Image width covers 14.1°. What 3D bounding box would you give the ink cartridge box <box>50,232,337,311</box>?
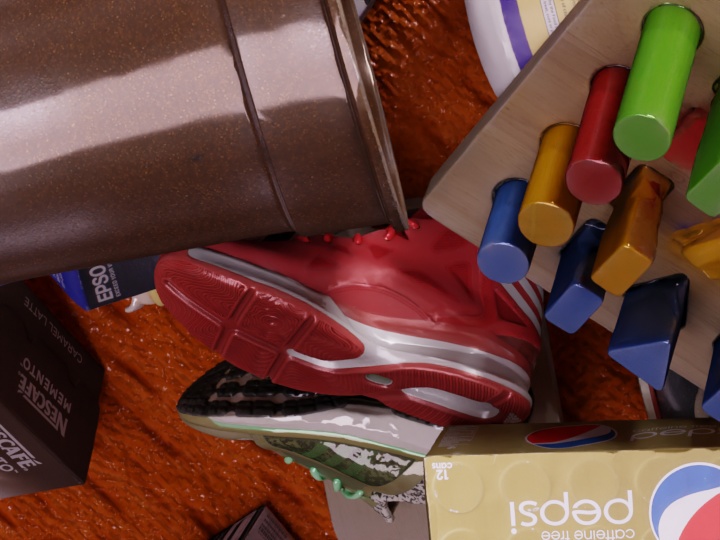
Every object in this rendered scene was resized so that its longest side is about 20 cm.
[{"bbox_3d":[-0.094,-0.039,1.448,0.199,0.039,0.100,-17,141,-4],"label":"ink cartridge box"}]

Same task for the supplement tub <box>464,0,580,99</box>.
[{"bbox_3d":[0.160,-0.145,1.347,0.199,0.146,0.146,-10,114,26],"label":"supplement tub"}]

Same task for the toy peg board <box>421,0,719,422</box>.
[{"bbox_3d":[0.149,-0.016,1.297,0.199,0.098,0.199,32,131,-10],"label":"toy peg board"}]

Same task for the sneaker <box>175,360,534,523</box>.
[{"bbox_3d":[-0.004,0.096,1.528,0.199,0.077,0.089,7,121,21],"label":"sneaker"}]

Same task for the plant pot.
[{"bbox_3d":[-0.097,-0.088,1.320,0.197,0.201,0.201,-16,113,3],"label":"plant pot"}]

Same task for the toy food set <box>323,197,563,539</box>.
[{"bbox_3d":[0.046,0.058,1.565,0.142,0.060,0.201,-4,108,23],"label":"toy food set"}]

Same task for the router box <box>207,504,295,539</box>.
[{"bbox_3d":[-0.050,0.252,1.704,0.149,0.051,0.200,-34,103,34],"label":"router box"}]

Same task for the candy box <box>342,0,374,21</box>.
[{"bbox_3d":[-0.065,-0.176,1.458,0.167,0.072,0.200,34,124,-1],"label":"candy box"}]

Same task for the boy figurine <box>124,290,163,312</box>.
[{"bbox_3d":[-0.112,-0.034,1.561,0.199,0.064,0.125,7,112,20],"label":"boy figurine"}]

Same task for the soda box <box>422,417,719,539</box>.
[{"bbox_3d":[0.133,0.111,1.406,0.198,0.064,0.068,-2,101,12],"label":"soda box"}]

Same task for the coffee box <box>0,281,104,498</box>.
[{"bbox_3d":[-0.260,0.075,1.647,0.199,0.080,0.114,-12,141,26],"label":"coffee box"}]

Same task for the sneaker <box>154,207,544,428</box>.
[{"bbox_3d":[0.000,0.000,1.460,0.199,0.116,0.078,23,147,-12],"label":"sneaker"}]

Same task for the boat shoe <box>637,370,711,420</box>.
[{"bbox_3d":[0.180,0.090,1.465,0.062,0.071,0.201,-15,84,12],"label":"boat shoe"}]
